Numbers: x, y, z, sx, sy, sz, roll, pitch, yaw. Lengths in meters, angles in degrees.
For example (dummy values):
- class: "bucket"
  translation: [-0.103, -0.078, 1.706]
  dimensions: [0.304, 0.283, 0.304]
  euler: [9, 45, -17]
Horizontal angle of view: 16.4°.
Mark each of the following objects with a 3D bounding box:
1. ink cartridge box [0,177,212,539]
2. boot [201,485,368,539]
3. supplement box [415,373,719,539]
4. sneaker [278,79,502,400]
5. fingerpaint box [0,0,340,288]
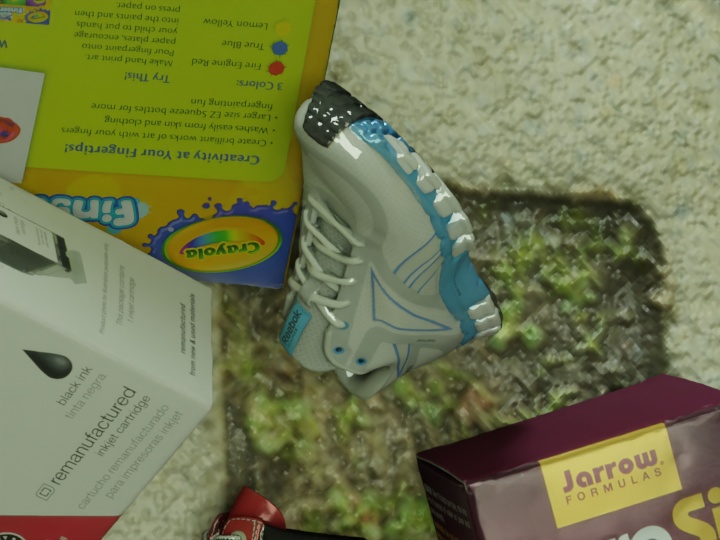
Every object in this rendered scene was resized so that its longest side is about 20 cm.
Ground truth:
- class: "ink cartridge box"
  translation: [-0.180, 0.035, 0.999]
  dimensions: [0.200, 0.083, 0.147]
  euler: [28, 120, -23]
- class: "boot"
  translation: [-0.090, 0.167, 1.081]
  dimensions: [0.200, 0.072, 0.145]
  euler: [-2, 93, -20]
- class: "supplement box"
  translation: [0.118, 0.162, 1.106]
  dimensions: [0.131, 0.103, 0.200]
  euler: [-17, 96, -9]
- class: "sneaker"
  translation: [0.000, 0.000, 1.035]
  dimensions: [0.087, 0.200, 0.075]
  euler: [-39, 59, -7]
- class: "fingerpaint box"
  translation: [-0.119, -0.084, 1.020]
  dimensions: [0.200, 0.073, 0.167]
  euler: [3, 126, -12]
